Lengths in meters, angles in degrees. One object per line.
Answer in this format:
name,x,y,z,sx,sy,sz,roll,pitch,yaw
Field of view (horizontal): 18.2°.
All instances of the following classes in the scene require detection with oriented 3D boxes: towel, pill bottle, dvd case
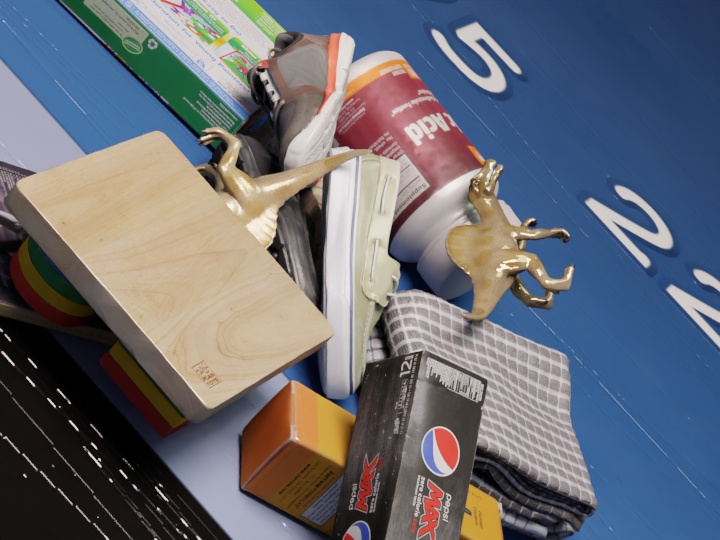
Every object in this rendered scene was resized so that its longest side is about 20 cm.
towel,0.095,0.115,1.762,0.199,0.086,0.166,24,34,-34
pill bottle,0.047,-0.081,1.940,0.200,0.114,0.114,53,28,16
dvd case,-0.236,-0.019,1.568,0.199,0.016,0.149,17,38,-42

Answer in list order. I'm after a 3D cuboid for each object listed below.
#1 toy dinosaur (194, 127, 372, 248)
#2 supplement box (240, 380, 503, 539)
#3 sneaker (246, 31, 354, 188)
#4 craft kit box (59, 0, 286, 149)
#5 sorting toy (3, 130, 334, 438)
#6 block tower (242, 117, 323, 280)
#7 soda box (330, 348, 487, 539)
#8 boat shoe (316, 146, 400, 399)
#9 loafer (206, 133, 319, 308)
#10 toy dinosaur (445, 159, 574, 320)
toy dinosaur,-0.095,-0.055,1.715,0.199,0.058,0.101,-32,66,-19
supplement box,0.011,0.161,1.604,0.199,0.069,0.067,30,31,-23
sneaker,-0.057,-0.133,1.824,0.081,0.077,0.200,13,31,0
craft kit box,-0.148,-0.210,1.930,0.200,0.049,0.198,44,29,0
sorting toy,-0.143,0.014,1.558,0.199,0.070,0.200,49,27,6
block tower,-0.038,-0.047,1.840,0.054,0.058,0.201,16,37,-43
soda box,0.027,0.160,1.517,0.063,0.071,0.201,25,66,-30
boat shoe,0.000,0.000,1.725,0.062,0.072,0.202,4,75,-5
loafer,-0.064,-0.030,1.765,0.070,0.068,0.201,15,36,-34
toy dinosaur,0.116,-0.001,1.816,0.100,0.058,0.201,17,41,-9
